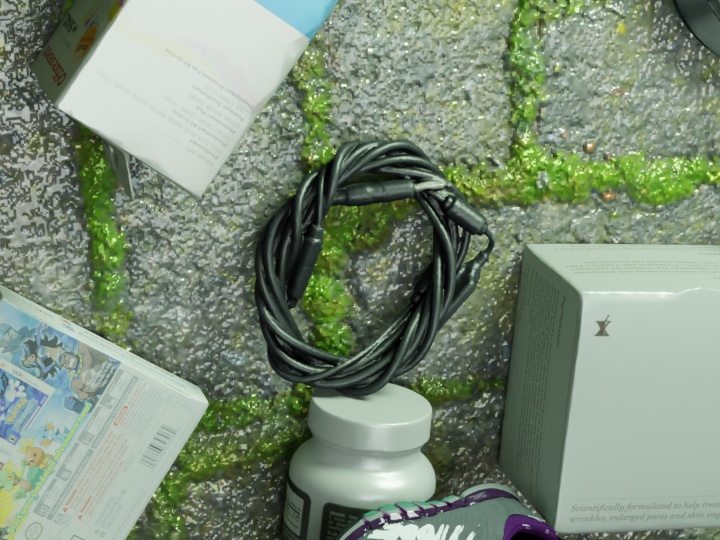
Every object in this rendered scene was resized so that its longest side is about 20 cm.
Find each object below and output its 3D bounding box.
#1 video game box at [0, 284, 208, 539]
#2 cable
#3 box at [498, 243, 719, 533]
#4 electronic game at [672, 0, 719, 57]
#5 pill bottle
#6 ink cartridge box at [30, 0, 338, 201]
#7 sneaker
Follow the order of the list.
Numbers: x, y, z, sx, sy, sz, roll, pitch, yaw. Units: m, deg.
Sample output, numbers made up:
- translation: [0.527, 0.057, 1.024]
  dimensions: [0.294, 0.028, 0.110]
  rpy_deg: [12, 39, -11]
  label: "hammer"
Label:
- translation: [-0.243, 0.137, 1.515]
  dimensions: [0.182, 0.047, 0.200]
  rpy_deg: [29, 97, -25]
  label: "video game box"
- translation: [0.000, 0.000, 1.528]
  dimensions: [0.200, 0.051, 0.163]
  rpy_deg: [-46, 113, -5]
  label: "cable"
- translation: [0.230, 0.090, 1.593]
  dimensions: [0.198, 0.131, 0.200]
  rpy_deg: [1, 107, -16]
  label: "box"
- translation: [0.329, -0.252, 1.557]
  dimensions: [0.200, 0.042, 0.200]
  rpy_deg: [-5, 109, -14]
  label: "electronic game"
- translation: [-0.003, 0.195, 1.567]
  dimensions: [0.116, 0.116, 0.200]
  rpy_deg: [2, 107, -17]
  label: "pill bottle"
- translation: [-0.132, -0.156, 1.405]
  dimensions: [0.125, 0.129, 0.200]
  rpy_deg: [34, 95, -23]
  label: "ink cartridge box"
- translation: [0.061, 0.212, 1.489]
  dimensions: [0.200, 0.087, 0.075]
  rpy_deg: [-18, 118, -34]
  label: "sneaker"
